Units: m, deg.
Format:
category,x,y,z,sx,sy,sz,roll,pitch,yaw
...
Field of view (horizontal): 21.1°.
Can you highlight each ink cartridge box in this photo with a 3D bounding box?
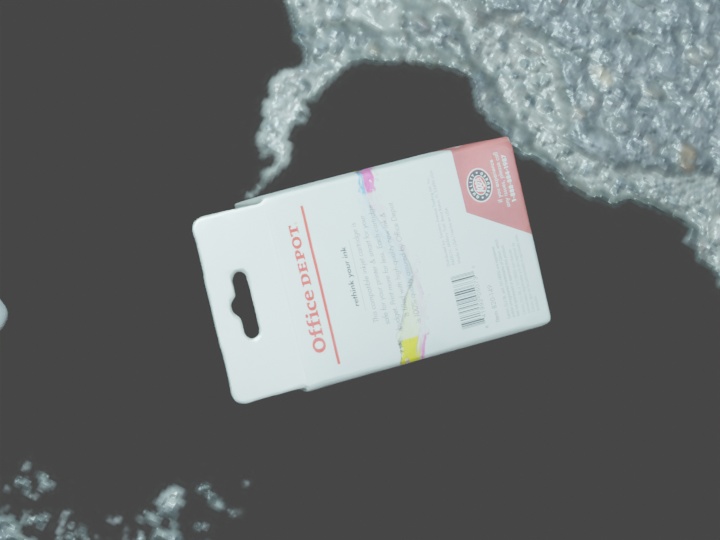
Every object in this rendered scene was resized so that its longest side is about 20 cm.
category,x,y,z,sx,sy,sz,roll,pitch,yaw
ink cartridge box,0.000,0.000,1.145,0.199,0.067,0.117,-14,94,-17

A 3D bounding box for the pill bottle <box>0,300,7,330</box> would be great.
category,x,y,z,sx,sy,sz,roll,pitch,yaw
pill bottle,-0.292,-0.018,1.038,0.111,0.111,0.200,-40,100,-12
